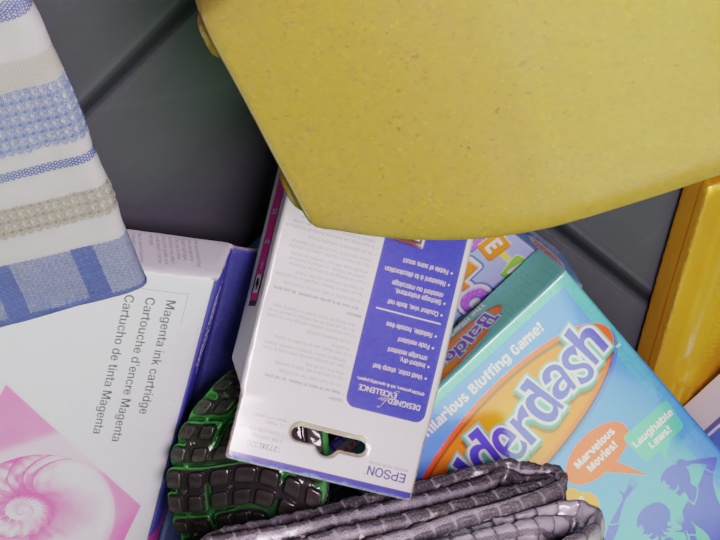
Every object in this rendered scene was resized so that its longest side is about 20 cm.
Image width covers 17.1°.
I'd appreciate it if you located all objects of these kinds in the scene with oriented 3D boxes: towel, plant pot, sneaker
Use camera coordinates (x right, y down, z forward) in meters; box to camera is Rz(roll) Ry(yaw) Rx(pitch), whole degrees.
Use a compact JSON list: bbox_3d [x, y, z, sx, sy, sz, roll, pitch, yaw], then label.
[{"bbox_3d":[-0.184,-0.042,1.019,0.147,0.024,0.200,-14,139,3],"label":"towel"},{"bbox_3d":[0.013,0.185,1.143,0.200,0.086,0.166,-11,125,-25],"label":"towel"},{"bbox_3d":[0.036,-0.125,1.001,0.200,0.196,0.194,-26,124,4],"label":"plant pot"},{"bbox_3d":[-0.051,0.123,1.192,0.078,0.085,0.200,13,120,10],"label":"sneaker"}]

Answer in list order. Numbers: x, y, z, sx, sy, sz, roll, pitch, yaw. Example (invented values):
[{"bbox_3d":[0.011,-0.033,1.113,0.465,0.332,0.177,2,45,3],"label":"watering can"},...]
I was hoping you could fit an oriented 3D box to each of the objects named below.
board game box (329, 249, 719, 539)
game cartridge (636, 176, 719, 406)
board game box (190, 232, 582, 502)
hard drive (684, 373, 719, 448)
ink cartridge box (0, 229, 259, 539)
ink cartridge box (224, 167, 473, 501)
[{"bbox_3d":[0.102,0.112,1.231,0.152,0.045,0.200,-43,112,-1],"label":"board game box"},{"bbox_3d":[0.259,-0.002,1.333,0.200,0.032,0.176,-7,130,-22],"label":"game cartridge"},{"bbox_3d":[-0.006,0.032,1.230,0.200,0.037,0.151,-44,131,13],"label":"board game box"},{"bbox_3d":[0.269,0.093,1.391,0.200,0.025,0.132,7,140,-35],"label":"hard drive"},{"bbox_3d":[-0.135,0.069,1.163,0.200,0.043,0.196,8,122,-13],"label":"ink cartridge box"},{"bbox_3d":[0.000,0.000,1.123,0.095,0.037,0.200,15,84,-17],"label":"ink cartridge box"}]
